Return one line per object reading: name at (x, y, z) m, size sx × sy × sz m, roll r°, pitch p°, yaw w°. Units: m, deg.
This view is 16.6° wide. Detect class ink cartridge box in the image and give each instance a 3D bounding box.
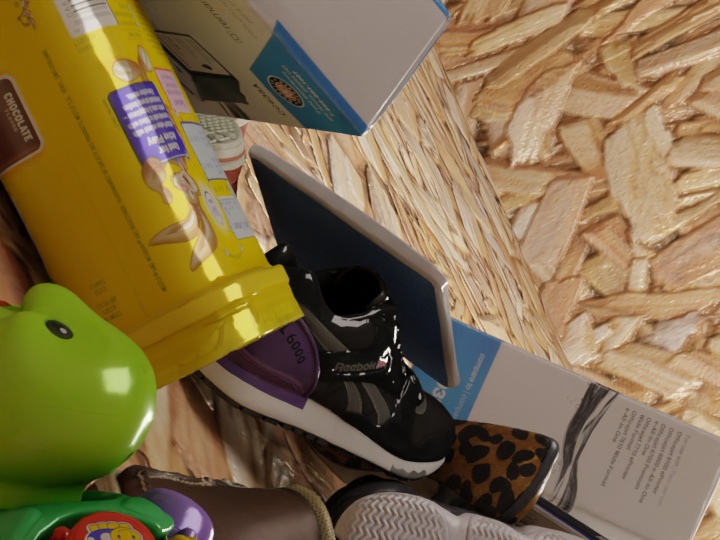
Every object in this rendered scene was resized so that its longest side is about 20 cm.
ink cartridge box at (0.118, 0.120, 1.555) m, size 0.199 × 0.084 × 0.145 m, roll 24°, pitch -18°, yaw 6°
ink cartridge box at (-0.075, -0.149, 1.219) m, size 0.200 × 0.086 × 0.146 m, roll 10°, pitch -31°, yaw 52°

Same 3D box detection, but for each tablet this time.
tablet at (0.000, 0.000, 1.371) m, size 0.130 × 0.014 × 0.200 m, roll 35°, pitch -13°, yaw 15°

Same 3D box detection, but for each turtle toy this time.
turtle toy at (-0.085, 0.105, 0.764) m, size 0.201 × 0.101 × 0.146 m, roll 65°, pitch 8°, yaw 2°

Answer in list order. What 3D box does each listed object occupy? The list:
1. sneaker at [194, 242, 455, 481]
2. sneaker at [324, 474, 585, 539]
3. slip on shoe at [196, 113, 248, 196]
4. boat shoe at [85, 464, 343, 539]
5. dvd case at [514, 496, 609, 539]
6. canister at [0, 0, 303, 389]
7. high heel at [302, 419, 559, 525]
sneaker at (0.002, 0.047, 1.299) m, size 0.200 × 0.088 × 0.076 m, roll 25°, pitch 16°, yaw -50°
sneaker at (0.054, 0.158, 1.321) m, size 0.199 × 0.076 × 0.114 m, roll 23°, pitch -3°, yaw -27°
slip on shoe at (-0.096, -0.066, 1.365) m, size 0.200 × 0.074 × 0.062 m, roll -108°, pitch -154°, yaw -72°
boat shoe at (-0.050, 0.112, 1.036) m, size 0.075 × 0.075 × 0.202 m, roll 61°, pitch 5°, yaw 21°
dvd case at (0.135, 0.234, 1.363) m, size 0.025 × 0.151 × 0.200 m, roll 9°, pitch 17°, yaw -46°
canister at (-0.112, -0.048, 1.104) m, size 0.201 × 0.086 × 0.149 m, roll 64°, pitch 8°, yaw 1°
high heel at (0.038, 0.081, 1.438) m, size 0.071 × 0.142 × 0.201 m, roll 42°, pitch 22°, yaw -44°
